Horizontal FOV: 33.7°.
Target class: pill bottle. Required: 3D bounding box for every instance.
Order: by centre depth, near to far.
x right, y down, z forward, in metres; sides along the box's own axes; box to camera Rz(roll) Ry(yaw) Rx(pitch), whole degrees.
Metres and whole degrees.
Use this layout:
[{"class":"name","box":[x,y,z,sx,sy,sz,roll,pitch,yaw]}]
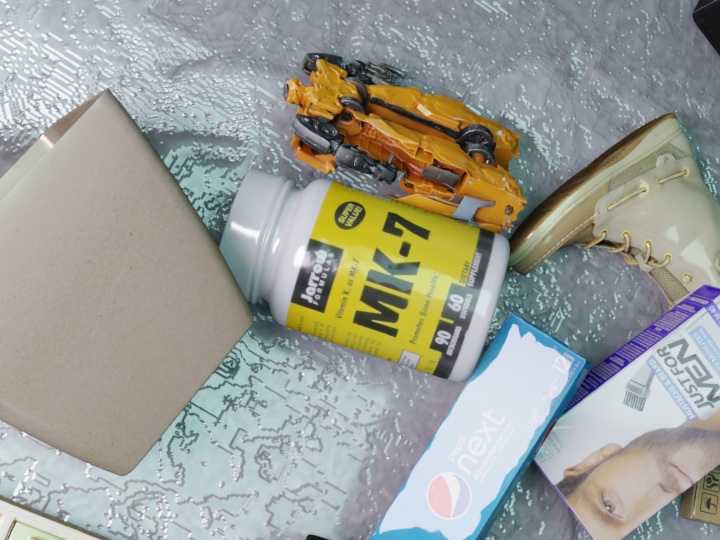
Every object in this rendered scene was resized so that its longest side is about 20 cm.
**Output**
[{"class":"pill bottle","box":[0.000,0.000,0.877,0.198,0.114,0.115,17,77,1]}]

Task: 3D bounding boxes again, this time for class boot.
[{"class":"boot","box":[0.227,-0.017,0.986,0.200,0.073,0.156,-37,95,-21]}]

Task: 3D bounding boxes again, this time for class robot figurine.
[{"class":"robot figurine","box":[0.030,-0.099,0.921,0.199,0.058,0.146,19,37,-10]}]

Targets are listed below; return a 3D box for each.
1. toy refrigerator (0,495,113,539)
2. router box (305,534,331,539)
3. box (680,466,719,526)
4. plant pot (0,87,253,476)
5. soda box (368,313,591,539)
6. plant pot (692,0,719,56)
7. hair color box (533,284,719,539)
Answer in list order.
[{"class":"toy refrigerator","box":[-0.231,0.203,0.815,0.199,0.070,0.076,25,76,-11]},{"class":"router box","box":[-0.030,0.291,0.822,0.051,0.149,0.202,21,77,-12]},{"class":"box","box":[0.366,0.131,1.031,0.162,0.021,0.202,15,78,-15]},{"class":"plant pot","box":[-0.192,0.024,0.797,0.177,0.199,0.200,45,72,-18]},{"class":"soda box","box":[0.091,0.135,0.886,0.068,0.064,0.201,32,91,16]},{"class":"plant pot","box":[0.409,-0.233,1.018,0.177,0.200,0.200,-39,95,-5]},{"class":"hair color box","box":[0.233,0.115,0.942,0.200,0.065,0.110,-38,94,2]}]
